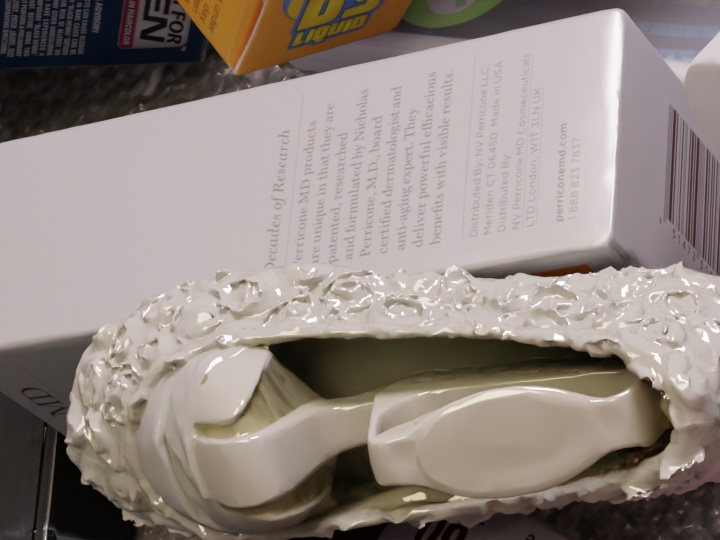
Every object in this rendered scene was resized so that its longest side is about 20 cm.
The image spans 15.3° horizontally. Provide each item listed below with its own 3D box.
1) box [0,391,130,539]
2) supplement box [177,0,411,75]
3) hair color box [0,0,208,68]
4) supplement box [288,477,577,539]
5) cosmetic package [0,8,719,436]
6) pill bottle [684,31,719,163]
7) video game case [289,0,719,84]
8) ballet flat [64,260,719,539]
[{"bbox_3d":[-0.162,0.060,0.838,0.200,0.044,0.161,-13,57,27],"label":"box"},{"bbox_3d":[-0.058,-0.150,0.784,0.200,0.066,0.069,51,140,26],"label":"supplement box"},{"bbox_3d":[-0.151,-0.117,0.851,0.200,0.061,0.100,-3,52,-16],"label":"hair color box"},{"bbox_3d":[-0.013,0.146,0.680,0.109,0.061,0.200,27,81,39],"label":"supplement box"},{"bbox_3d":[0.000,0.000,0.731,0.200,0.101,0.071,-10,59,29],"label":"cosmetic package"},{"bbox_3d":[0.179,-0.084,0.640,0.200,0.113,0.113,-45,48,-9],"label":"pill bottle"},{"bbox_3d":[0.090,-0.129,0.790,0.200,0.023,0.182,10,64,36],"label":"video game case"},{"bbox_3d":[0.003,0.033,0.642,0.200,0.072,0.072,-9,59,26],"label":"ballet flat"}]
